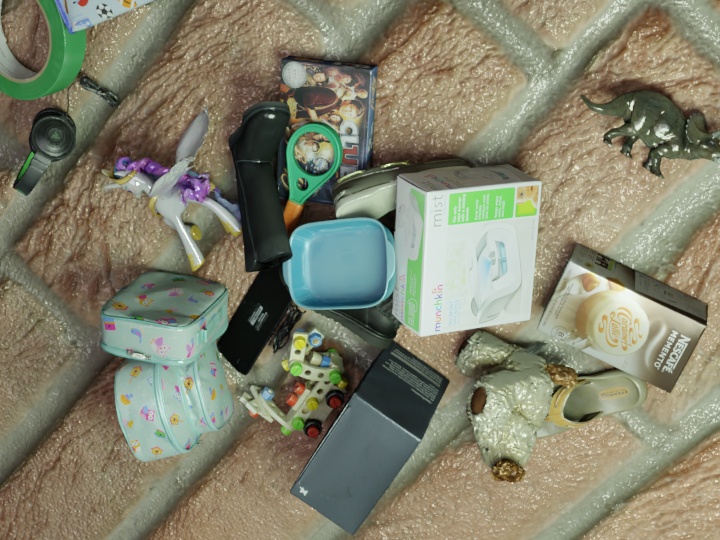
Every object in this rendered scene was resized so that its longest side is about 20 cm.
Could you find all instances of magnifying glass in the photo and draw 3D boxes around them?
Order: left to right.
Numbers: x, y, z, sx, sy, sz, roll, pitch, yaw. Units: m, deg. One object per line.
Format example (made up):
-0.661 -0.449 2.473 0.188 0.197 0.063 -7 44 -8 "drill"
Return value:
-0.084 -0.117 1.595 0.079 0.022 0.201 26 112 7 "magnifying glass"

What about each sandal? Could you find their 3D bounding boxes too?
0.310 0.192 1.593 0.199 0.054 0.081 -19 101 29 "sandal"

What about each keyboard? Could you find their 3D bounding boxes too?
-0.140 0.076 1.717 0.104 0.039 0.201 46 119 24 "keyboard"

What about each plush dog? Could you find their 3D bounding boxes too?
0.211 0.203 1.579 0.159 0.200 0.173 6 117 -8 "plush dog"

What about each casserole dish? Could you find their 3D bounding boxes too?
-0.022 -0.008 1.535 0.199 0.039 0.122 -4 87 39 "casserole dish"

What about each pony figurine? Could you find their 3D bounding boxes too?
-0.259 -0.119 1.630 0.200 0.167 0.193 43 124 -18 "pony figurine"

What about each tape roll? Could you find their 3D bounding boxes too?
-0.495 -0.355 1.642 0.199 0.048 0.202 12 115 27 "tape roll"

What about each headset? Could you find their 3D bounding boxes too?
-0.448 -0.197 1.675 0.094 0.124 0.201 29 98 -21 "headset"

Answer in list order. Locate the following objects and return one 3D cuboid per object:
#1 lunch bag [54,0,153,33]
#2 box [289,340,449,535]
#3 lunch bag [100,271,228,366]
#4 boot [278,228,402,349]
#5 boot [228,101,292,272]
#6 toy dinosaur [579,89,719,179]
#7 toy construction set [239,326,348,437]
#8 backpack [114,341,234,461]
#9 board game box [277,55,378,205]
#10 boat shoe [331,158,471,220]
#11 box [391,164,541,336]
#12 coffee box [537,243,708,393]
-0.357 -0.458 1.545 0.169 0.124 0.201 -16 110 23 "lunch bag"
0.016 0.239 1.624 0.117 0.200 0.197 34 115 3 "box"
-0.286 0.073 1.662 0.159 0.200 0.078 12 113 11 "lunch bag"
0.001 -0.001 1.611 0.210 0.080 0.158 31 120 -3 "boot"
-0.130 -0.113 1.548 0.065 0.165 0.202 -1 74 -21 "boot"
0.378 -0.186 1.445 0.199 0.077 0.103 35 103 9 "toy dinosaur"
-0.096 0.179 1.698 0.130 0.093 0.200 29 125 -21 "toy construction set"
-0.286 0.190 1.702 0.152 0.200 0.177 -8 105 19 "backpack"
-0.049 -0.195 1.585 0.134 0.035 0.202 8 111 15 "board game box"
0.057 -0.122 1.547 0.200 0.061 0.072 -16 142 -1 "boat shoe"
0.139 -0.030 1.505 0.175 0.097 0.202 -6 111 -24 "box"
0.357 0.063 1.522 0.199 0.080 0.115 25 114 8 "coffee box"
